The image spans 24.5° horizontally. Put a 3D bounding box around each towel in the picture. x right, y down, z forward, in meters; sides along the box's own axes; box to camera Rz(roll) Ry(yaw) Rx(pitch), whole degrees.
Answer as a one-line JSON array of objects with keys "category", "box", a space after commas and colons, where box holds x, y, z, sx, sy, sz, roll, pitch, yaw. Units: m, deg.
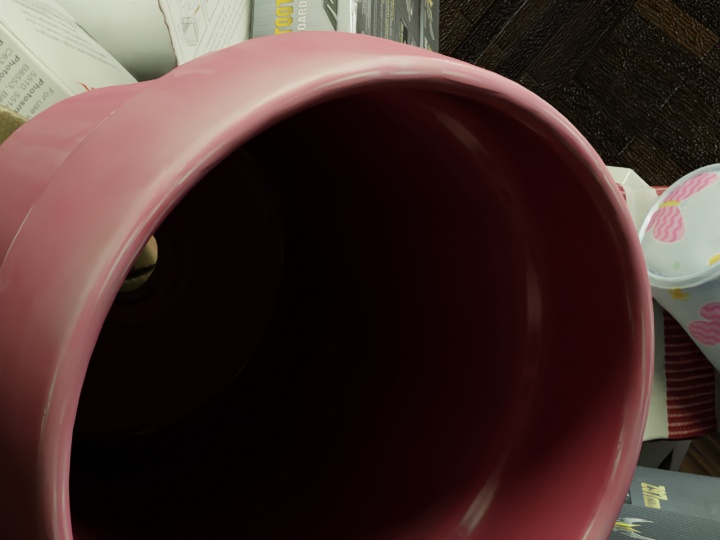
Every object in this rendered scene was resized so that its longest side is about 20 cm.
[{"category": "towel", "box": [0.143, 0.024, 0.920, 0.199, 0.146, 0.023, 0, -3, -44]}]

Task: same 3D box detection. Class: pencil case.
[{"category": "pencil case", "box": [0.236, 0.029, 0.930, 0.200, 0.090, 0.084, 42, 32, -31]}]

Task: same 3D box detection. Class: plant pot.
[{"category": "plant pot", "box": [-0.039, 0.021, 0.511, 0.199, 0.201, 0.179, 36, -5, -35]}]

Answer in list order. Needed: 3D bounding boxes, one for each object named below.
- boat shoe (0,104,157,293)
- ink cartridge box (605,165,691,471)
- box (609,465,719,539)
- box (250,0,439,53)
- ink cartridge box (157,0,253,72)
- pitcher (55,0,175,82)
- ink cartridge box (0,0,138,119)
[{"category": "boat shoe", "box": [-0.107, 0.007, 0.643, 0.200, 0.072, 0.068, 46, -5, -31]}, {"category": "ink cartridge box", "box": [0.136, 0.056, 0.997, 0.146, 0.201, 0.083, 35, -15, -33]}, {"category": "box", "box": [0.112, 0.132, 0.800, 0.156, 0.052, 0.200, 9, 6, 7]}, {"category": "box", "box": [-0.004, -0.092, 0.758, 0.158, 0.048, 0.202, 50, 40, -67]}, {"category": "ink cartridge box", "box": [-0.066, -0.099, 0.705, 0.162, 0.050, 0.201, -75, 155, -49]}, {"category": "pitcher", "box": [-0.119, -0.141, 0.902, 0.198, 0.123, 0.171, 10, 21, 26]}, {"category": "ink cartridge box", "box": [-0.176, -0.091, 0.753, 0.200, 0.084, 0.146, 45, 8, 15]}]
